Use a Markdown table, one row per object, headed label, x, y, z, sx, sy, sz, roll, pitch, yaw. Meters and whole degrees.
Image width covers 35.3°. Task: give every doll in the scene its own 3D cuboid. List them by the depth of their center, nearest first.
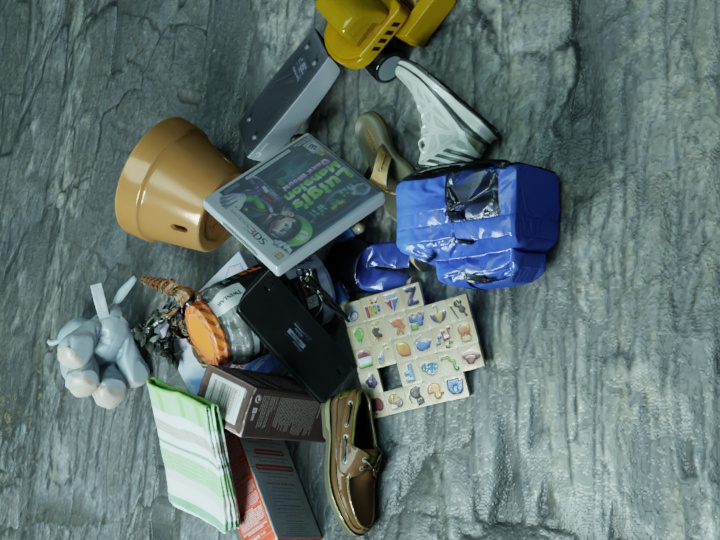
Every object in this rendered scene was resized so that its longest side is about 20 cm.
| label | x | y | z | sx | sy | sz | roll | pitch | yaw |
| --- | --- | --- | --- | --- | --- | --- | --- | --- | --- |
| doll | 0.000 | 0.000 | 1.643 | 0.198 | 0.048 | 0.139 | 7 | 83 | 34 |

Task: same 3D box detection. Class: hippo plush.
| label | x | y | z | sx | sy | sz | roll | pitch | yaw |
| --- | --- | --- | --- | --- | --- | --- | --- | --- | --- |
| hippo plush | -0.455 | 0.127 | 1.854 | 0.159 | 0.158 | 0.203 | -8 | 94 | 44 |

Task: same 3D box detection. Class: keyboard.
| label | x | y | z | sx | sy | sz | roll | pitch | yaw |
| --- | --- | --- | --- | --- | --- | --- | --- | --- | --- |
| keyboard | -0.076 | 0.076 | 1.582 | 0.127 | 0.201 | 0.021 | -46 | 22 | -16 |

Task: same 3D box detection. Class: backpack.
| label | x | y | z | sx | sy | sz | roll | pitch | yaw |
| --- | --- | --- | --- | --- | --- | --- | --- | --- | --- |
| backpack | 0.142 | -0.061 | 1.493 | 0.198 | 0.162 | 0.171 | -1 | 82 | 33 |

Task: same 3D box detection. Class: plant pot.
| label | x | y | z | sx | sy | sz | roll | pitch | yaw |
| --- | --- | --- | --- | --- | --- | --- | --- | --- | --- |
| plant pot | -0.268 | -0.121 | 1.778 | 0.139 | 0.200 | 0.202 | 27 | 95 | 17 |

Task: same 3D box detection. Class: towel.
| label | x | y | z | sx | sy | sz | roll | pitch | yaw |
| --- | --- | --- | --- | --- | --- | --- | --- | --- | --- |
| towel | -0.236 | 0.257 | 1.566 | 0.148 | 0.031 | 0.203 | 13 | 120 | 40 |

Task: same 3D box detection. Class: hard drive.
| label | x | y | z | sx | sy | sz | roll | pitch | yaw |
| --- | --- | --- | --- | --- | --- | --- | --- | --- | --- |
| hard drive | -0.110 | -0.267 | 1.751 | 0.200 | 0.042 | 0.135 | -49 | 31 | 16 |

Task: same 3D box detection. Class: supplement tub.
| label | x | y | z | sx | sy | sz | roll | pitch | yaw |
| --- | --- | --- | --- | --- | --- | --- | --- | --- | --- |
| supplement tub | -0.143 | 0.056 | 1.623 | 0.122 | 0.198 | 0.124 | 39 | 142 | 39 |

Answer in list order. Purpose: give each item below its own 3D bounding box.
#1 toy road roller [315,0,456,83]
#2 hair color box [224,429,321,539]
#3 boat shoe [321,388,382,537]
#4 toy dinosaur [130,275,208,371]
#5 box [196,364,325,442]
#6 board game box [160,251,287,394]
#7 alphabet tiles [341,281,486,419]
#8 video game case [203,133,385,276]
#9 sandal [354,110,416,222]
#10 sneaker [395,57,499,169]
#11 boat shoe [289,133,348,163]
| label | x | y | z | sx | sy | sz | roll | pitch | yaw |
| --- | --- | --- | --- | --- | --- | --- | --- | --- | --- |
| toy road roller | 0.027 | -0.386 | 1.651 | 0.200 | 0.145 | 0.123 | -49 | 58 | 15 |
| hair color box | -0.142 | 0.308 | 1.632 | 0.064 | 0.110 | 0.202 | -35 | 62 | 23 |
| boat shoe | -0.007 | 0.264 | 1.571 | 0.067 | 0.072 | 0.203 | -23 | 70 | 32 |
| toy dinosaur | -0.277 | 0.074 | 1.754 | 0.136 | 0.102 | 0.200 | -50 | 37 | -3 |
| box | -0.131 | 0.190 | 1.597 | 0.099 | 0.199 | 0.076 | 21 | 93 | 35 |
| board game box | -0.202 | 0.111 | 1.758 | 0.200 | 0.041 | 0.201 | -43 | 59 | 18 |
| alphabet tiles | 0.075 | 0.105 | 1.569 | 0.198 | 0.008 | 0.170 | -17 | 85 | 30 |
| video game case | -0.095 | -0.099 | 1.609 | 0.199 | 0.024 | 0.181 | -35 | 55 | -23 |
| sandal | 0.028 | -0.149 | 1.640 | 0.081 | 0.053 | 0.202 | -53 | 51 | 41 |
| sneaker | 0.094 | -0.210 | 1.609 | 0.116 | 0.075 | 0.201 | -51 | 60 | 12 |
| boat shoe | -0.048 | -0.134 | 1.698 | 0.073 | 0.076 | 0.201 | -20 | 51 | -9 |
